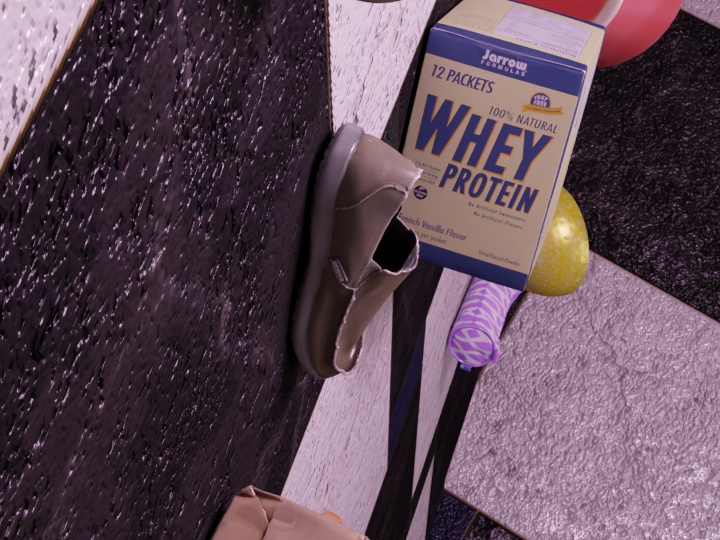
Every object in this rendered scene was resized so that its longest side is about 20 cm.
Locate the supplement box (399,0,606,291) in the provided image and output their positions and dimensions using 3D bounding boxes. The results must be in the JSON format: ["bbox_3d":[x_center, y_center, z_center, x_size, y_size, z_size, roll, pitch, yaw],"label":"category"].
[{"bbox_3d":[0.122,-0.122,1.195,0.200,0.132,0.203,-52,157,-65],"label":"supplement box"}]

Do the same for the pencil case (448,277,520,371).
[{"bbox_3d":[0.198,0.065,2.098,0.201,0.084,0.085,-64,165,-49],"label":"pencil case"}]

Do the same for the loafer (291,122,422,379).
[{"bbox_3d":[0.000,0.000,0.890,0.076,0.069,0.202,-63,166,-46],"label":"loafer"}]

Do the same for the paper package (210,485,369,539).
[{"bbox_3d":[-0.071,0.280,0.856,0.202,0.102,0.192,96,15,-49],"label":"paper package"}]

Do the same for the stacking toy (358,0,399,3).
[{"bbox_3d":[-0.009,-0.177,0.540,0.200,0.084,0.087,24,83,-75],"label":"stacking toy"}]

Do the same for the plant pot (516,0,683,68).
[{"bbox_3d":[0.219,-0.298,1.350,0.177,0.198,0.203,-28,135,-64],"label":"plant pot"}]

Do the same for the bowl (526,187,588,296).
[{"bbox_3d":[0.284,-0.046,2.267,0.106,0.200,0.202,-13,132,-28],"label":"bowl"}]

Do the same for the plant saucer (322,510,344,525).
[{"bbox_3d":[-0.047,0.333,1.281,0.200,0.037,0.203,17,89,-81],"label":"plant saucer"}]
